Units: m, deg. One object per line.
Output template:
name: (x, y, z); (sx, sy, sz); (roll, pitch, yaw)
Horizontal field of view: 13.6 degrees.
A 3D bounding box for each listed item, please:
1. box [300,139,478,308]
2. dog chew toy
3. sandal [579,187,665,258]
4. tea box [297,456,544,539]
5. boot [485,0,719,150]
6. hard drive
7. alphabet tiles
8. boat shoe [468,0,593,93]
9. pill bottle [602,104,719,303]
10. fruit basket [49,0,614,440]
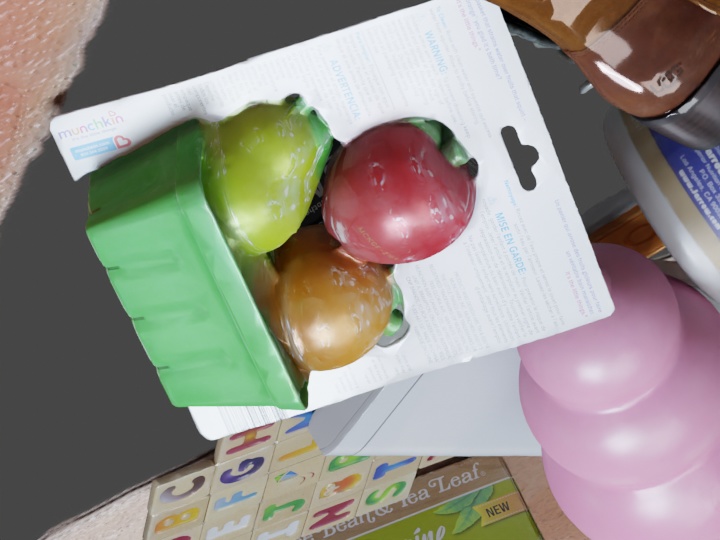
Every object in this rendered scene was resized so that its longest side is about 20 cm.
box: (0.000, 0.000, 1.461); (0.160, 0.044, 0.200); (-32, 152, 11)
dog chew toy: (0.133, 0.057, 1.452); (0.124, 0.125, 0.200); (-29, 141, 4)
sandal: (0.190, -0.031, 1.560); (0.206, 0.059, 0.079); (-35, 152, 14)
tea box: (0.026, 0.242, 1.733); (0.199, 0.197, 0.134); (-21, 153, -14)
boot: (0.111, -0.172, 1.240); (0.200, 0.068, 0.189); (32, 89, -35)
hard drive: (0.083, 0.044, 1.524); (0.199, 0.027, 0.132); (3, 135, -44)
alphabet tiles: (-0.021, 0.101, 1.562); (0.199, 0.006, 0.167); (-19, 154, -20)
boat shoe: (0.107, -0.121, 1.323); (0.074, 0.068, 0.199); (-40, 150, 23)
pill bottle: (0.226, -0.082, 1.445); (0.200, 0.116, 0.116); (-34, 152, 13)
fruit basket: (-0.010, -0.025, 1.305); (0.199, 0.094, 0.186); (-21, 125, 7)
